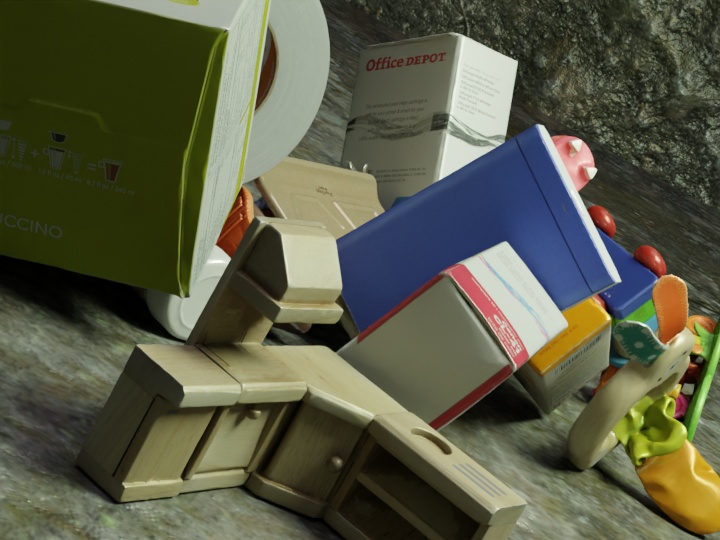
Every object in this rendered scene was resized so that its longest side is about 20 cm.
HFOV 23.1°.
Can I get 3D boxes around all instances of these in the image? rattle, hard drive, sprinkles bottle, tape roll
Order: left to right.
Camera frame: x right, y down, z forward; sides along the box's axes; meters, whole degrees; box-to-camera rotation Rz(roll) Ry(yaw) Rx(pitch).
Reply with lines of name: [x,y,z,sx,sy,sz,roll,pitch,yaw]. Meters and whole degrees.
sprinkles bottle: [-0.164,-0.027,1.301,0.068,0.068,0.200,14,20,-46]
tape roll: [-0.125,-0.167,1.387,0.200,0.201,0.066,19,5,-35]
hard drive: [0.081,-0.005,1.338,0.132,0.200,0.025,65,22,10]
rattle: [0.248,0.114,1.382,0.130,0.200,0.143,-13,60,-29]

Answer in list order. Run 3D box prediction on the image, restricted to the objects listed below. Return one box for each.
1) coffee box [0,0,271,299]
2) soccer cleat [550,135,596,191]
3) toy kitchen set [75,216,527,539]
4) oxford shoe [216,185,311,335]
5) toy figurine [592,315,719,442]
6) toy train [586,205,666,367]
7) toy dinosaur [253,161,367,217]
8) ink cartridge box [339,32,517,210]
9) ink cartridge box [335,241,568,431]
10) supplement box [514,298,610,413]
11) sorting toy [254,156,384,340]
coffee box: [-0.178,-0.130,1.199,0.199,0.201,0.198,13,30,2]
soccer cleat: [0.121,-0.058,1.567,0.067,0.200,0.076,60,-18,-11]
toy kitchen set: [-0.013,0.086,1.010,0.180,0.164,0.200,36,16,27]
oxford shoe: [-0.090,-0.007,1.413,0.073,0.071,0.200,45,8,-31]
toy figurine: [0.245,0.081,1.675,0.183,0.151,0.200,18,37,12]
toy train: [0.198,0.001,1.613,0.200,0.085,0.116,44,-17,41]
toy dinosaur: [-0.063,-0.052,1.546,0.200,0.105,0.181,44,33,22]
ink cartridge box: [0.057,-0.110,1.659,0.084,0.201,0.145,17,-11,-39]
ink cartridge box: [0.052,0.061,1.226,0.086,0.147,0.200,53,18,7]
supplement box: [0.140,0.034,1.448,0.126,0.073,0.200,51,-3,14]
sorting toy: [0.000,0.000,1.480,0.185,0.036,0.200,7,50,-57]
